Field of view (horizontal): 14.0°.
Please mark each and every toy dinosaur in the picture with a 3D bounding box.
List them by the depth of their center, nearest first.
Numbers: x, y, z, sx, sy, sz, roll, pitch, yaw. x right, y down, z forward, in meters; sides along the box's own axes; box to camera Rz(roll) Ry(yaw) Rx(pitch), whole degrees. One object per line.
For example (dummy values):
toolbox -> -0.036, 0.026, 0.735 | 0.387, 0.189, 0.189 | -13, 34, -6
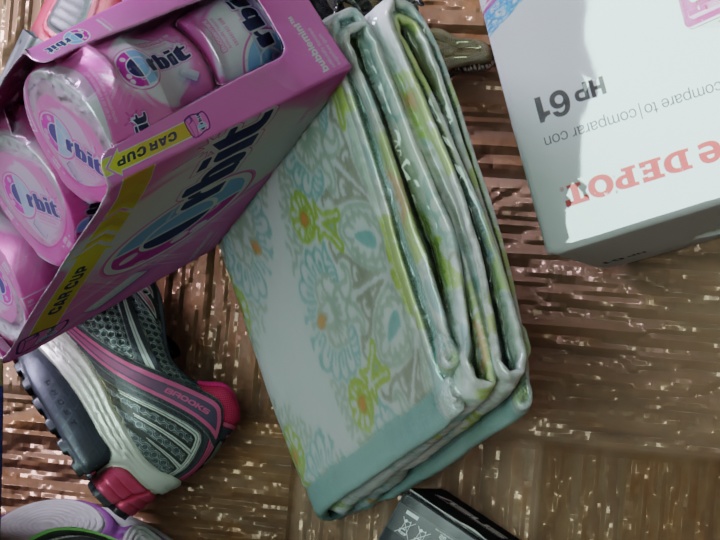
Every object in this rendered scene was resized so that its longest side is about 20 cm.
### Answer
toy dinosaur -> -0.028, -0.132, 1.209 | 0.200, 0.088, 0.048 | 37, 81, -9

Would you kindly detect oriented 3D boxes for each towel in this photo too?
towel -> 0.000, 0.000, 1.191 | 0.048, 0.200, 0.172 | -12, 77, -25

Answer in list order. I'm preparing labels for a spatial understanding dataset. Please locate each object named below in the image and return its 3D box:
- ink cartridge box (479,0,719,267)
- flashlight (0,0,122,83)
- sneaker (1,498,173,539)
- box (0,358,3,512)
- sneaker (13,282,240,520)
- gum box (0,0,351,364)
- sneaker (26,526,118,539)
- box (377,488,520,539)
ink cartridge box -> 0.127, -0.115, 1.184 | 0.144, 0.085, 0.201 | -18, 82, 19
flashlight -> -0.086, -0.152, 1.281 | 0.068, 0.068, 0.201 | 28, 93, -17
sneaker -> -0.162, 0.159, 1.300 | 0.199, 0.075, 0.100 | -9, 103, 20
box -> -0.190, 0.145, 1.208 | 0.121, 0.032, 0.201 | -26, 57, 50
sneaker -> -0.129, 0.009, 1.286 | 0.074, 0.081, 0.201 | -33, 82, -3
gum box -> -0.091, -0.047, 1.157 | 0.113, 0.200, 0.066 | -30, 81, -28
sneaker -> -0.059, 0.157, 1.186 | 0.199, 0.084, 0.077 | 10, 92, 10
box -> 0.067, 0.209, 1.210 | 0.199, 0.049, 0.162 | 31, 97, 20
